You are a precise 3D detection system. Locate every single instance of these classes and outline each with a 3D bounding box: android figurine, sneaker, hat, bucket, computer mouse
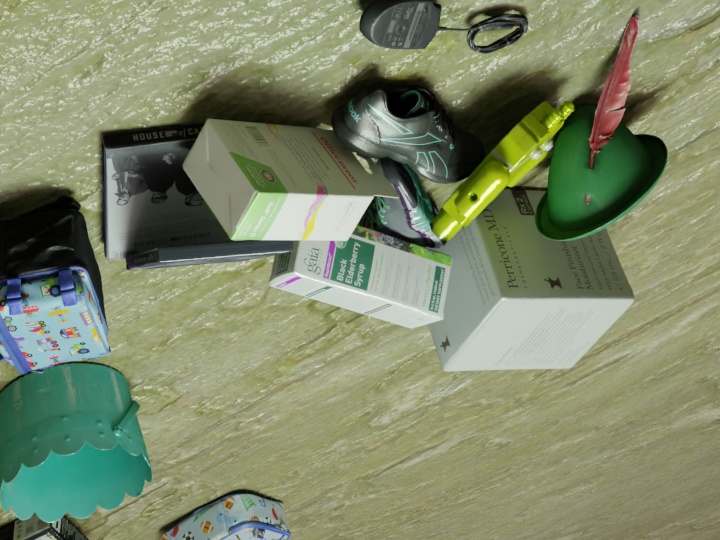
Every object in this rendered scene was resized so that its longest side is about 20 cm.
[{"bbox_3d":[0.161,-0.115,1.575,0.200,0.041,0.182,-46,175,26],"label":"android figurine"},{"bbox_3d":[0.066,-0.148,1.513,0.199,0.076,0.079,10,138,-38],"label":"sneaker"},{"bbox_3d":[0.239,-0.163,1.588,0.200,0.166,0.176,-42,117,-6],"label":"hat"},{"bbox_3d":[-0.375,0.222,1.834,0.205,0.136,0.208,-12,149,-7],"label":"bucket"},{"bbox_3d":[0.083,-0.248,1.410,0.198,0.034,0.059,-2,130,-33],"label":"computer mouse"},{"bbox_3d":[0.036,-0.067,1.634,0.087,0.075,0.200,-17,151,11],"label":"sneaker"}]

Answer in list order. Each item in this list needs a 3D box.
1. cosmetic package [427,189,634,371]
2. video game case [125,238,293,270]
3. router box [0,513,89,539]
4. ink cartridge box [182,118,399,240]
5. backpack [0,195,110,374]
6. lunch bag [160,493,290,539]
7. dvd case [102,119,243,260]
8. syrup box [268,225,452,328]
[{"bbox_3d":[0.195,0.013,1.747,0.198,0.166,0.165,0,145,-29],"label":"cosmetic package"},{"bbox_3d":[-0.166,-0.017,1.517,0.141,0.019,0.200,-5,180,-18],"label":"video game case"},{"bbox_3d":[-0.515,0.456,2.178,0.199,0.051,0.150,-25,127,12],"label":"router box"},{"bbox_3d":[-0.069,-0.091,1.464,0.199,0.117,0.068,0,133,-43],"label":"ink cartridge box"},{"bbox_3d":[-0.381,0.027,1.521,0.198,0.136,0.183,-10,148,-7],"label":"backpack"},{"bbox_3d":[-0.215,0.436,2.322,0.199,0.076,0.160,-27,150,19],"label":"lunch bag"},{"bbox_3d":[-0.204,-0.084,1.532,0.149,0.025,0.201,-8,149,-15],"label":"dvd case"},{"bbox_3d":[0.000,0.000,1.650,0.198,0.080,0.081,18,162,-24],"label":"syrup box"}]
